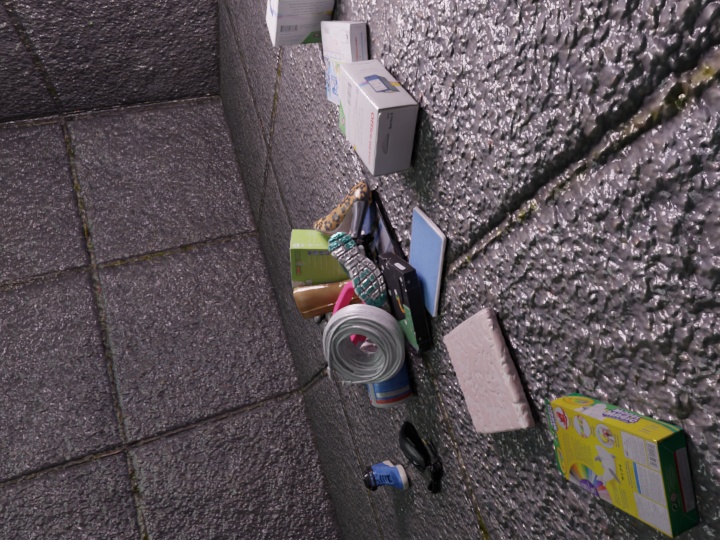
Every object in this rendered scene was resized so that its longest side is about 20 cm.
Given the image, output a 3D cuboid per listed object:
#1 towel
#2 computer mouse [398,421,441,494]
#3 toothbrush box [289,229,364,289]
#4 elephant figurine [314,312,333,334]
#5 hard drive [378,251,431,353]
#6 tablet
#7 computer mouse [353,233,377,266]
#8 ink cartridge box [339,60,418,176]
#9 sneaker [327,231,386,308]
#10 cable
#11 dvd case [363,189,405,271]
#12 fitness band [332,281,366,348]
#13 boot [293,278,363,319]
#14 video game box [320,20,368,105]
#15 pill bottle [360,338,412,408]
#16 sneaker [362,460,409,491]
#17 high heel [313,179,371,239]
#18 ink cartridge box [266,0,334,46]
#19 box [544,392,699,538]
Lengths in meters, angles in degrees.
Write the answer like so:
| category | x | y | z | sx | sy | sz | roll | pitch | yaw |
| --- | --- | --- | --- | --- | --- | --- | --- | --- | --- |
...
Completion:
| category | x | y | z | sx | sy | sz | roll | pitch | yaw |
| --- | --- | --- | --- | --- | --- | --- | --- | --- | --- |
| towel | 0.223 | 0.186 | 0.945 | 0.191 | 0.032 | 0.202 | 121 | 134 | -67 |
| computer mouse | 0.143 | 0.463 | 1.365 | 0.141 | 0.046 | 0.201 | 92 | 157 | -43 |
| toothbrush box | -0.088 | -0.028 | 1.443 | 0.087 | 0.197 | 0.147 | -90 | 1 | -49 |
| elephant figurine | -0.048 | 0.144 | 1.613 | 0.156 | 0.142 | 0.199 | 50 | 148 | -11 |
| hard drive | 0.100 | 0.070 | 1.190 | 0.140 | 0.037 | 0.202 | -139 | 33 | -63 |
| tablet | 0.135 | -0.016 | 1.096 | 0.130 | 0.014 | 0.202 | -124 | 27 | -48 |
| computer mouse | 0.014 | 0.005 | 1.334 | 0.109 | 0.044 | 0.202 | 2 | 113 | 52 |
| ink cartridge box | 0.029 | -0.306 | 1.064 | 0.146 | 0.087 | 0.201 | 94 | 157 | -44 |
| sneaker | 0.000 | 0.000 | 1.259 | 0.201 | 0.077 | 0.091 | 59 | -179 | 9 |
| cable | 0.009 | 0.174 | 1.235 | 0.069 | 0.198 | 0.202 | -61 | -34 | -58 |
| dvd case | 0.052 | -0.076 | 1.300 | 0.143 | 0.017 | 0.202 | 110 | 144 | -59 |
| fitness band | -0.024 | 0.118 | 1.340 | 0.201 | 0.037 | 0.145 | -62 | 37 | 41 |
| boot | -0.062 | 0.100 | 1.455 | 0.066 | 0.198 | 0.177 | -81 | -25 | -66 |
| video game box | -0.035 | -0.476 | 1.231 | 0.200 | 0.046 | 0.184 | -131 | 34 | -56 |
| pill bottle | 0.060 | 0.233 | 1.348 | 0.112 | 0.111 | 0.202 | -178 | 75 | -72 |
| sneaker | 0.068 | 0.633 | 1.613 | 0.200 | 0.110 | 0.078 | 158 | 98 | -72 |
| high heel | -0.047 | -0.155 | 1.329 | 0.199 | 0.071 | 0.144 | 11 | 88 | 50 |
| ink cartridge box | -0.142 | -0.645 | 1.271 | 0.200 | 0.144 | 0.088 | 124 | 131 | -68 |
| box | 0.315 | 0.232 | 0.673 | 0.200 | 0.048 | 0.119 | -177 | 74 | -69 |
